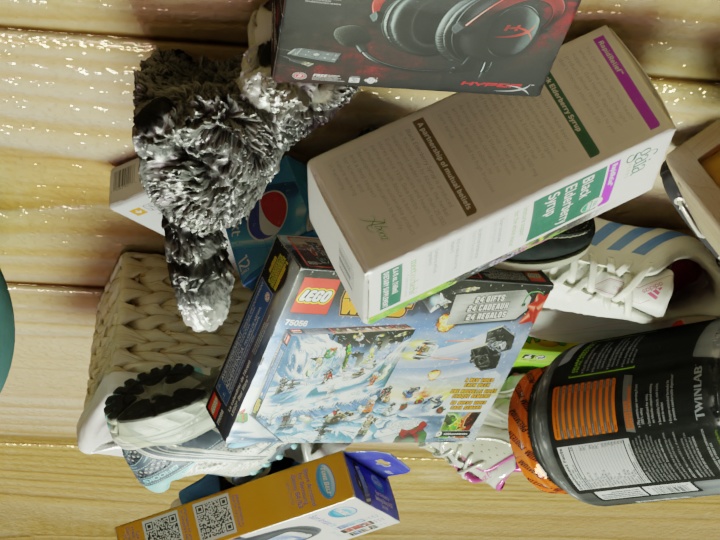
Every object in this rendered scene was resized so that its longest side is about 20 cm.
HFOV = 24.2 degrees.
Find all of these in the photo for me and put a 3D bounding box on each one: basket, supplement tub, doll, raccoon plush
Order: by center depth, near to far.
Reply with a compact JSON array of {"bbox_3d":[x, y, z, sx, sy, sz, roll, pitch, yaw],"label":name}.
[{"bbox_3d":[-0.052,-0.063,0.985,0.134,0.097,0.200,-4,132,7],"label":"raccoon plush"},{"bbox_3d":[0.211,0.103,1.197,0.200,0.123,0.123,-13,154,44],"label":"supplement tub"},{"bbox_3d":[-0.105,0.072,1.276,0.200,0.123,0.136,8,154,-17],"label":"basket"},{"bbox_3d":[-0.079,0.176,1.298,0.136,0.048,0.200,-4,155,3],"label":"doll"}]

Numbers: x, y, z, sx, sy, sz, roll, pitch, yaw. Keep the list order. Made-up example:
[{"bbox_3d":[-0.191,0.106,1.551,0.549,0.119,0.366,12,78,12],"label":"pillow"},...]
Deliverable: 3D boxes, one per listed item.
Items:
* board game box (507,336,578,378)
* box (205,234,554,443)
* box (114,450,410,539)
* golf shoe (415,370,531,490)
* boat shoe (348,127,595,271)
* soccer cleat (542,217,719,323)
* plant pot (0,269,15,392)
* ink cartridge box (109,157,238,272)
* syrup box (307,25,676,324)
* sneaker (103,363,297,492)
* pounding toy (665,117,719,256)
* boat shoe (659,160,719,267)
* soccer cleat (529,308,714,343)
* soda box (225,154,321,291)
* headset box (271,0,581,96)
[{"bbox_3d":[0.148,0.064,1.361,0.200,0.048,0.102,6,155,-13],"label":"board game box"},{"bbox_3d":[0.014,0.048,1.082,0.200,0.040,0.137,4,124,-35],"label":"box"},{"bbox_3d":[-0.061,0.180,1.207,0.200,0.042,0.119,-18,159,12],"label":"box"},{"bbox_3d":[0.080,0.125,1.328,0.200,0.092,0.075,4,157,-6],"label":"golf shoe"},{"bbox_3d":[0.073,-0.054,1.074,0.199,0.075,0.066,14,135,-19],"label":"boat shoe"},{"bbox_3d":[0.166,-0.001,1.163,0.200,0.086,0.070,2,113,-19],"label":"soccer cleat"},{"bbox_3d":[-0.325,0.041,1.131,0.200,0.201,0.161,-2,167,1],"label":"plant pot"},{"bbox_3d":[-0.070,-0.034,1.152,0.095,0.037,0.200,-19,147,32],"label":"ink cartridge box"},{"bbox_3d":[0.074,-0.055,0.969,0.200,0.081,0.079,-24,160,-10],"label":"syrup box"},{"bbox_3d":[-0.072,0.099,1.166,0.200,0.078,0.086,-13,121,-2],"label":"sneaker"},{"bbox_3d":[0.270,-0.020,0.937,0.200,0.184,0.142,-35,148,5],"label":"pounding toy"},{"bbox_3d":[0.262,-0.026,1.141,0.060,0.074,0.200,-14,150,26],"label":"boat shoe"},{"bbox_3d":[0.190,0.026,1.267,0.200,0.069,0.078,8,160,-2],"label":"soccer cleat"},{"bbox_3d":[0.000,0.000,1.122,0.064,0.068,0.200,-37,141,21],"label":"soda box"},{"bbox_3d":[0.037,-0.169,0.815,0.149,0.075,0.200,3,155,-8],"label":"headset box"}]
